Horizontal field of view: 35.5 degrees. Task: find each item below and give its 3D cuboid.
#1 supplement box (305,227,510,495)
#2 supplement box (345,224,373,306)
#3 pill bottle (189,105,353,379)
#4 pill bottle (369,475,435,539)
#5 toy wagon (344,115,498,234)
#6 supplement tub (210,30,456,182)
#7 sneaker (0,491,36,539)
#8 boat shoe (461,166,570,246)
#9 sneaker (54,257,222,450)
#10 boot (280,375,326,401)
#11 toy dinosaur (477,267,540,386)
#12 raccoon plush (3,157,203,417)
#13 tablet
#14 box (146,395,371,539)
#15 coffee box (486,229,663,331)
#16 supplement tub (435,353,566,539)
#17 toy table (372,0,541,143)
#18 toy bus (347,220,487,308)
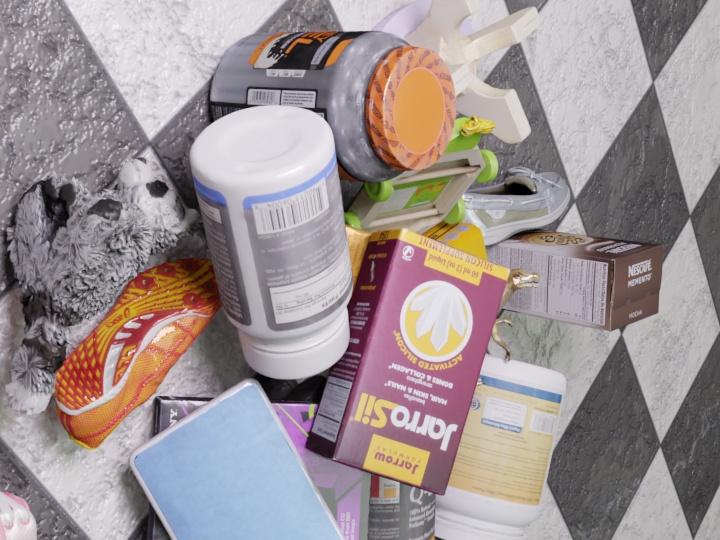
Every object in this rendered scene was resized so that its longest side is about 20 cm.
[{"bbox_3d":[0.041,0.077,0.971,0.109,0.085,0.203,19,83,-17],"label":"supplement box"},{"bbox_3d":[0.000,0.000,1.040,0.197,0.066,0.070,20,82,-17],"label":"supplement box"},{"bbox_3d":[-0.065,-0.018,0.904,0.114,0.113,0.203,-40,138,-36],"label":"pill bottle"},{"bbox_3d":[0.021,0.202,1.137,0.115,0.115,0.204,-10,105,-47],"label":"pill bottle"},{"bbox_3d":[0.064,-0.088,1.089,0.153,0.040,0.201,-13,152,-38],"label":"toy wagon"},{"bbox_3d":[-0.024,-0.140,0.953,0.122,0.198,0.125,-13,107,-47],"label":"supplement tub"},{"bbox_3d":[-0.298,0.174,0.792,0.105,0.075,0.202,-45,136,-28],"label":"sneaker"},{"bbox_3d":[0.172,-0.083,1.290,0.200,0.074,0.066,-21,118,-38],"label":"boat shoe"},{"bbox_3d":[-0.179,0.061,0.929,0.200,0.072,0.078,-45,155,-35],"label":"sneaker"},{"bbox_3d":[-0.053,0.212,1.055,0.131,0.070,0.202,36,79,-15],"label":"boot"},{"bbox_3d":[0.103,0.064,1.158,0.198,0.058,0.103,-28,117,-29],"label":"toy dinosaur"},{"bbox_3d":[-0.205,0.009,0.876,0.133,0.096,0.203,12,104,-58],"label":"raccoon plush"},{"bbox_3d":[-0.097,0.209,0.960,0.129,0.014,0.202,-31,98,-16],"label":"tablet"},{"bbox_3d":[-0.086,0.187,0.989,0.196,0.036,0.146,4,87,-17],"label":"box"},{"bbox_3d":[0.227,0.004,1.271,0.112,0.198,0.081,-12,107,-47],"label":"coffee box"},{"bbox_3d":[0.142,0.198,1.253,0.144,0.143,0.204,18,84,-49],"label":"supplement tub"},{"bbox_3d":[0.090,-0.208,1.119,0.185,0.116,0.201,54,53,-28],"label":"toy table"},{"bbox_3d":[0.044,0.019,1.155,0.199,0.077,0.066,-35,122,-40],"label":"toy bus"}]
